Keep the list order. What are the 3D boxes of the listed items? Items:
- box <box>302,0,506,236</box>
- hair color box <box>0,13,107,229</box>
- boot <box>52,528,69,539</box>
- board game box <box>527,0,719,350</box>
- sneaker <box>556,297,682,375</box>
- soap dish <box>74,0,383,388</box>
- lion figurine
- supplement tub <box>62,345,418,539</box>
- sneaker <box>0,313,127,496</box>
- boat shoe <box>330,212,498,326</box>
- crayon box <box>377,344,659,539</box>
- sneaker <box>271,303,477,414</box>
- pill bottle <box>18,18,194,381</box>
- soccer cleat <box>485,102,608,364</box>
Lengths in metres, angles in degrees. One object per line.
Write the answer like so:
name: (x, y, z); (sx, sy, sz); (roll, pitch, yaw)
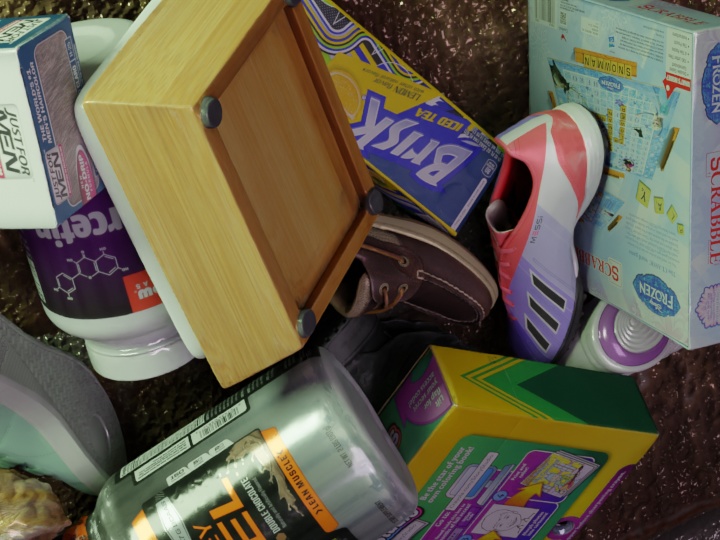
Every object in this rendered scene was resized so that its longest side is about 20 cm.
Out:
box: (-0.001, -0.107, 1.178); (0.199, 0.064, 0.070); (37, 85, -30)
hair color box: (-0.244, -0.078, 1.004); (0.061, 0.198, 0.101); (-48, 133, -56)
boot: (-0.111, 0.219, 1.224); (0.198, 0.072, 0.168); (-26, 118, -12)
board game box: (0.174, -0.076, 1.197); (0.041, 0.200, 0.202); (-10, 111, -22)
sneaker: (0.207, 0.026, 1.326); (0.199, 0.099, 0.076); (-22, 85, -39)
soap dish: (-0.066, -0.060, 1.040); (0.158, 0.080, 0.201); (-59, 137, -42)
lion figurine: (-0.282, 0.149, 1.101); (0.122, 0.198, 0.073); (9, 81, -69)
supplement tub: (-0.075, 0.146, 1.128); (0.199, 0.123, 0.123); (-34, 118, 4)
sneaker: (-0.233, 0.094, 1.141); (0.117, 0.074, 0.201); (-23, 140, 17)
boat shoe: (0.000, 0.000, 1.196); (0.199, 0.072, 0.073); (28, 60, -26)
crayon box: (0.075, 0.144, 1.245); (0.171, 0.059, 0.201); (11, 130, -31)
sneaker: (-0.018, 0.095, 1.238); (0.200, 0.060, 0.104); (-46, 116, -9)
pill bottle: (-0.149, -0.039, 1.095); (0.112, 0.112, 0.202); (-23, 119, -17)
soccer cleat: (0.110, -0.016, 1.222); (0.073, 0.068, 0.202); (-15, 130, -27)
